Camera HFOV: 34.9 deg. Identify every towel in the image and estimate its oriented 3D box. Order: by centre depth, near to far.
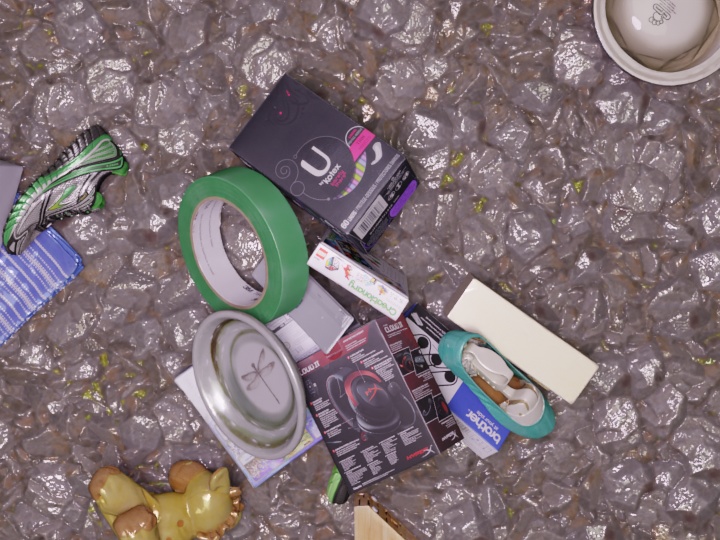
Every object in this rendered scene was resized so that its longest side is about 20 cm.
[{"bbox_3d":[-0.483,0.007,1.526,0.200,0.024,0.145,-43,93,4],"label":"towel"}]

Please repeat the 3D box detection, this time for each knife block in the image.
[{"bbox_3d":[0.016,0.427,1.543,0.200,0.064,0.176,43,93,-4],"label":"knife block"}]

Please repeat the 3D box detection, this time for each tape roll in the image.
[{"bbox_3d":[-0.150,-0.029,1.444,0.048,0.200,0.201,-25,96,-40],"label":"tape roll"}]

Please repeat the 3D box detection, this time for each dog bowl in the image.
[{"bbox_3d":[0.388,-0.335,1.464,0.199,0.074,0.201,0,96,0],"label":"dog bowl"}]

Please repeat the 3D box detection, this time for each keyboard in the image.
[{"bbox_3d":[-0.077,0.032,1.462,0.011,0.200,0.056,25,103,-44],"label":"keyboard"}]

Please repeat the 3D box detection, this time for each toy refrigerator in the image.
[{"bbox_3d":[0.207,0.090,1.505,0.200,0.076,0.070,34,95,-3],"label":"toy refrigerator"}]

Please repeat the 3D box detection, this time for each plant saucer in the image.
[{"bbox_3d":[-0.129,0.138,1.445,0.200,0.050,0.201,20,121,37],"label":"plant saucer"}]

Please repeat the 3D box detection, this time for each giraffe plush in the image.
[{"bbox_3d":[-0.240,0.314,1.502,0.162,0.173,0.200,-33,84,-18],"label":"giraffe plush"}]

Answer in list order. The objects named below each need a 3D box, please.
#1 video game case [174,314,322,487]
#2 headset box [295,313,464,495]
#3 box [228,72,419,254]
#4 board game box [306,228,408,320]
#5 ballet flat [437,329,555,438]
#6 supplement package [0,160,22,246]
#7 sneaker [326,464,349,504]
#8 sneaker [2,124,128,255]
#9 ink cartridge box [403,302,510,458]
[{"bbox_3d":[-0.114,0.157,1.527,0.200,0.045,0.182,-36,93,4],"label":"video game case"},{"bbox_3d":[0.014,0.154,1.425,0.148,0.075,0.201,-31,82,29],"label":"headset box"},{"bbox_3d":[-0.044,-0.132,1.432,0.200,0.106,0.122,36,87,19],"label":"box"},{"bbox_3d":[0.000,0.000,1.435,0.126,0.200,0.035,33,97,-2],"label":"board game box"},{"bbox_3d":[0.182,0.149,1.454,0.200,0.070,0.067,41,74,-13],"label":"ballet flat"},{"bbox_3d":[-0.565,-0.091,1.424,0.199,0.191,0.148,18,96,5],"label":"supplement package"},{"bbox_3d":[0.029,0.240,1.520,0.084,0.077,0.200,42,95,1],"label":"sneaker"},{"bbox_3d":[-0.382,-0.093,1.480,0.085,0.078,0.200,44,84,-8],"label":"sneaker"},{"bbox_3d":[0.118,0.145,1.503,0.200,0.044,0.094,41,57,-5],"label":"ink cartridge box"}]
